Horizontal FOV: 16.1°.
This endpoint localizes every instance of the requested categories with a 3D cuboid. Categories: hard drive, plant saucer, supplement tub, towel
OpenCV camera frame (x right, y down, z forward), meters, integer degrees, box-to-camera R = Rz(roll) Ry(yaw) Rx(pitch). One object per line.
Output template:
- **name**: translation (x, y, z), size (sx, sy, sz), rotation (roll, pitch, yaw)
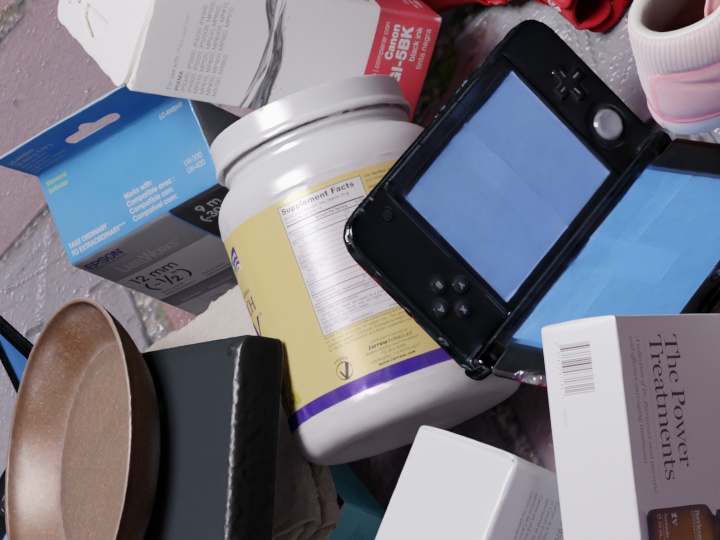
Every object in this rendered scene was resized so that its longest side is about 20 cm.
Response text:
- **hard drive**: translation (-0.108, 0.116, 1.532), size (0.200, 0.033, 0.141), rotation (-12, 73, 61)
- **plant saucer**: translation (-0.167, 0.118, 1.570), size (0.200, 0.036, 0.202), rotation (-24, 63, 57)
- **supplement tub**: translation (0.000, 0.000, 1.515), size (0.145, 0.145, 0.201), rotation (-28, 76, 33)
- **towel**: translation (-0.079, 0.107, 1.593), size (0.132, 0.034, 0.201), rotation (-34, 50, 29)

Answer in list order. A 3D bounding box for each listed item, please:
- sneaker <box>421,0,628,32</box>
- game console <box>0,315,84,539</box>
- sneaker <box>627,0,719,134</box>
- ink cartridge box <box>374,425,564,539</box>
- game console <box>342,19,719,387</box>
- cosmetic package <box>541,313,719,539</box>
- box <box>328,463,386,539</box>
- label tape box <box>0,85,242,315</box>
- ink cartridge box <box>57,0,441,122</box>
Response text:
- **sneaker**: translation (0.097, -0.190, 1.613), size (0.199, 0.078, 0.116), rotation (-32, 48, 32)
- **game console**: translation (-0.220, 0.149, 1.732), size (0.200, 0.116, 0.177), rotation (36, 96, 49)
- **sneaker**: translation (0.238, -0.151, 1.393), size (0.199, 0.105, 0.076), rotation (-24, 52, 11)
- **ink cartridge box**: translation (0.097, 0.185, 1.325), size (0.083, 0.199, 0.146), rotation (15, 81, 52)
- **game console**: translation (0.121, -0.040, 1.428), size (0.200, 0.172, 0.119), rotation (-49, 8, -28)
- **cosmetic package**: translation (0.165, 0.123, 1.280), size (0.051, 0.150, 0.202), rotation (-11, 83, 40)
- **box**: translation (-0.060, 0.130, 1.626), size (0.083, 0.049, 0.200), rotation (-54, 42, 11)
- **label tape box**: translation (-0.118, -0.044, 1.662), size (0.143, 0.199, 0.067), rotation (-26, 59, 34)
- **ink cartridge box**: translation (-0.072, -0.162, 1.610), size (0.147, 0.199, 0.083), rotation (46, 124, 54)
